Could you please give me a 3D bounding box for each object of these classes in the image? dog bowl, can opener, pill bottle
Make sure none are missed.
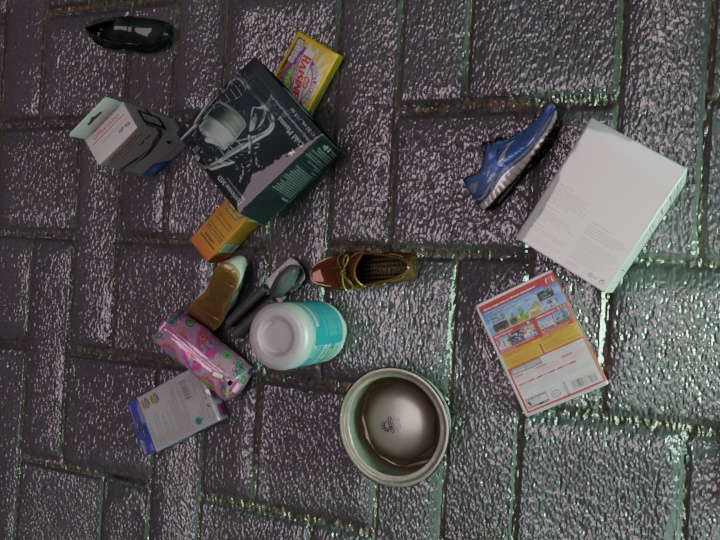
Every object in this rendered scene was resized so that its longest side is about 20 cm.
[{"bbox_3d":[0.067,0.262,1.221,0.199,0.074,0.201,0,89,23],"label":"dog bowl"},{"bbox_3d":[-0.185,0.052,1.339,0.200,0.067,0.053,-42,73,17],"label":"can opener"},{"bbox_3d":[-0.095,0.108,1.226,0.110,0.200,0.111,0,89,24],"label":"pill bottle"}]

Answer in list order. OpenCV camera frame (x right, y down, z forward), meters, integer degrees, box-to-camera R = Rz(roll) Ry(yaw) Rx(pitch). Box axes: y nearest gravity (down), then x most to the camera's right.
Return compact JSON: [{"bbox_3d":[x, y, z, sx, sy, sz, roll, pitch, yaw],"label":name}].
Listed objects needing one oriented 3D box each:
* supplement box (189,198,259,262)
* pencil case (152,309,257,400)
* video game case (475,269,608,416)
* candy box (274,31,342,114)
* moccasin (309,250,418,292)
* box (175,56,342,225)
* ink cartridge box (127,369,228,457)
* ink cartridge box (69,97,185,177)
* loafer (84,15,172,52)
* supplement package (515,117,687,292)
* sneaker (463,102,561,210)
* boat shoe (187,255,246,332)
[{"bbox_3d":[-0.233,-0.105,1.366,0.200,0.069,0.067,-45,75,13],"label":"supplement box"},{"bbox_3d":[-0.298,0.163,1.358,0.200,0.087,0.088,39,103,8],"label":"pencil case"},{"bbox_3d":[0.291,0.118,1.158,0.143,0.017,0.201,-28,78,20],"label":"video game case"},{"bbox_3d":[-0.123,-0.335,1.338,0.102,0.026,0.201,34,102,17],"label":"candy box"},{"bbox_3d":[0.000,0.002,1.254,0.200,0.078,0.074,2,89,23],"label":"moccasin"},{"bbox_3d":[-0.177,-0.224,1.256,0.197,0.124,0.200,-43,75,8],"label":"box"},{"bbox_3d":[-0.368,0.281,1.426,0.199,0.042,0.120,-28,77,17],"label":"ink cartridge box"},{"bbox_3d":[-0.447,-0.256,1.389,0.116,0.200,0.068,-39,74,18],"label":"ink cartridge box"},{"bbox_3d":[-0.483,-0.494,1.482,0.200,0.070,0.068,7,91,23],"label":"loafer"},{"bbox_3d":[0.361,-0.090,1.062,0.152,0.151,0.200,35,102,21],"label":"supplement package"},{"bbox_3d":[0.243,-0.196,1.156,0.089,0.078,0.200,46,105,15],"label":"sneaker"},{"bbox_3d":[-0.270,0.050,1.379,0.071,0.069,0.200,40,124,-1],"label":"boat shoe"}]
